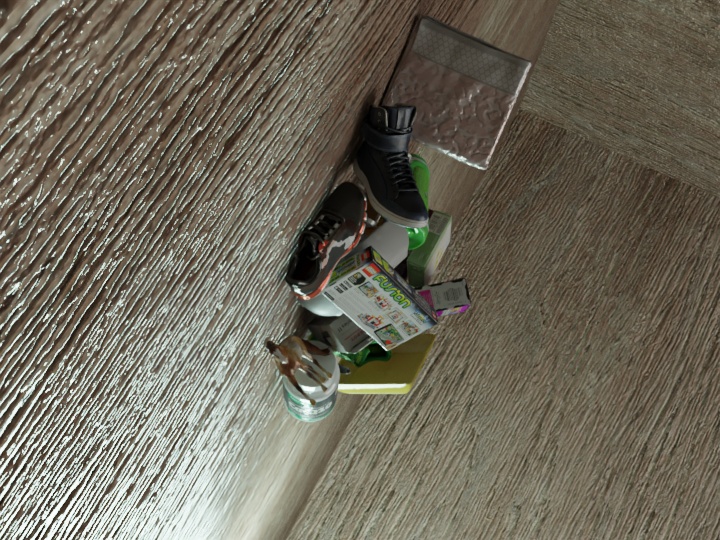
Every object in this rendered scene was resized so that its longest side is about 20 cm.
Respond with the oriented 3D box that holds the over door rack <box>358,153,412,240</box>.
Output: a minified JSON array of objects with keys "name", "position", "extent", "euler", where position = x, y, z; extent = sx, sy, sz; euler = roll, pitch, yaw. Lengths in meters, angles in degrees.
[{"name":"over door rack","position":[0.023,-0.139,1.429],"extent":[0.148,0.067,0.200],"euler":[-61,-178,-6]}]

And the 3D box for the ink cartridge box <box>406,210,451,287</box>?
[{"name":"ink cartridge box","position":[0.149,-0.018,1.736],"extent":[0.146,0.048,0.200],"euler":[-60,161,-26]}]

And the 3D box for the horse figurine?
[{"name":"horse figurine","position":[-0.108,0.159,1.394],"extent":[0.050,0.133,0.200],"euler":[-44,-177,13]}]

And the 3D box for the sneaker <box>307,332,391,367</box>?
[{"name":"sneaker","position":[-0.019,0.157,1.667],"extent":[0.084,0.200,0.074],"euler":[58,-44,51]}]

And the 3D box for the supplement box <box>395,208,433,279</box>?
[{"name":"supplement box","position":[0.078,-0.063,1.767],"extent":[0.086,0.110,0.200],"euler":[-56,168,-42]}]

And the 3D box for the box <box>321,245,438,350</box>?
[{"name":"box","position":[0.032,0.051,1.324],"extent":[0.110,0.200,0.035],"euler":[-30,-140,19]}]

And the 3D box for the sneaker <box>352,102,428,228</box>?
[{"name":"sneaker","position":[0.057,-0.170,1.209],"extent":[0.077,0.202,0.146],"euler":[-6,133,-30]}]

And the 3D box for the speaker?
[{"name":"speaker","position":[0.094,-0.138,1.552],"extent":[0.088,0.088,0.200],"euler":[106,-8,-48]}]

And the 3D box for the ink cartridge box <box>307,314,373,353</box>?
[{"name":"ink cartridge box","position":[-0.015,0.096,1.495],"extent":[0.117,0.067,0.200],"euler":[-36,-172,-18]}]

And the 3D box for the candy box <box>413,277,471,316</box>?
[{"name":"candy box","position":[0.122,0.070,1.646],"extent":[0.136,0.200,0.061],"euler":[82,-4,-81]}]

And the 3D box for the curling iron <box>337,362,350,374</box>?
[{"name":"curling iron","position":[-0.066,0.203,1.664],"extent":[0.026,0.050,0.200],"euler":[-45,-165,-22]}]

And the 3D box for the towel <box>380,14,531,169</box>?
[{"name":"towel","position":[0.149,-0.285,1.272],"extent":[0.032,0.200,0.191],"euler":[-60,174,-73]}]

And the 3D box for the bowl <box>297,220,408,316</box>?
[{"name":"bowl","position":[0.000,0.000,1.403],"extent":[0.200,0.075,0.200],"euler":[-42,178,28]}]

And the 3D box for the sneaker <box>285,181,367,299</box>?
[{"name":"sneaker","position":[-0.053,-0.050,1.213],"extent":[0.200,0.077,0.082],"euler":[-65,161,-5]}]

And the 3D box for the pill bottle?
[{"name":"pill bottle","position":[-0.098,0.219,1.565],"extent":[0.113,0.113,0.200],"euler":[-59,169,-26]}]

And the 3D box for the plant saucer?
[{"name":"plant saucer","position":[0.052,0.210,1.725],"extent":[0.200,0.200,0.049],"euler":[-52,134,-55]}]

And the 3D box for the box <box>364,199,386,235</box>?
[{"name":"box","position":[0.035,-0.041,1.604],"extent":[0.119,0.041,0.200],"euler":[-9,102,-77]}]
